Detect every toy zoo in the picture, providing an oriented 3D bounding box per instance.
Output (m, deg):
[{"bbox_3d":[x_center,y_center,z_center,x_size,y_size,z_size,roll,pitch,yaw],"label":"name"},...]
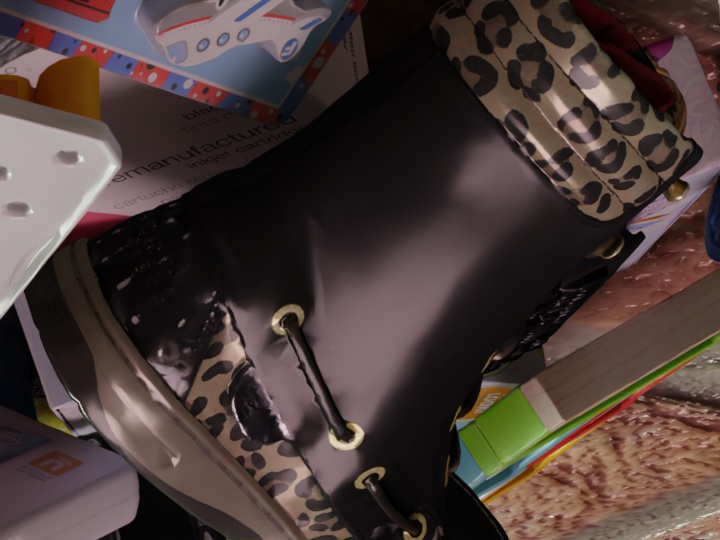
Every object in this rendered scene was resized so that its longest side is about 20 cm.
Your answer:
[{"bbox_3d":[0.055,0.064,0.981,0.131,0.020,0.200,-26,170,-40],"label":"toy zoo"}]

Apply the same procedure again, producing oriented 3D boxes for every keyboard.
[{"bbox_3d":[0.035,0.033,0.840,0.104,0.040,0.200,-22,172,-4],"label":"keyboard"}]

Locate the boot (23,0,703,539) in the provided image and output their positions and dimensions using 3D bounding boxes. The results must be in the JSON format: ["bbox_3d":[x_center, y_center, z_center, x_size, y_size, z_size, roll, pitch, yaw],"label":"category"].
[{"bbox_3d":[0.029,0.015,0.680,0.154,0.073,0.204,-37,140,10],"label":"boot"}]

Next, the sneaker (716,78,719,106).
[{"bbox_3d":[0.175,-0.012,0.906,0.076,0.077,0.200,-20,157,25],"label":"sneaker"}]

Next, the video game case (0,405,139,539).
[{"bbox_3d":[-0.195,0.060,0.737,0.200,0.023,0.182,19,-153,34],"label":"video game case"}]

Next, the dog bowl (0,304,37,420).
[{"bbox_3d":[-0.201,0.035,0.908,0.200,0.050,0.111,-5,165,26],"label":"dog bowl"}]

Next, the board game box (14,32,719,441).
[{"bbox_3d":[0.000,0.000,0.812,0.200,0.041,0.200,-20,173,-6],"label":"board game box"}]

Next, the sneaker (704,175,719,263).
[{"bbox_3d":[0.167,-0.029,0.684,0.078,0.070,0.200,26,157,-18],"label":"sneaker"}]

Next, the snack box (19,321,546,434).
[{"bbox_3d":[-0.051,0.044,1.007,0.200,0.053,0.142,4,155,-26],"label":"snack box"}]

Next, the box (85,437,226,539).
[{"bbox_3d":[-0.151,0.120,0.871,0.200,0.086,0.164,-13,173,6],"label":"box"}]

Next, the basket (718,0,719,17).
[{"bbox_3d":[0.135,-0.105,0.512,0.161,0.198,0.200,-12,157,8],"label":"basket"}]

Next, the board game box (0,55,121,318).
[{"bbox_3d":[-0.181,-0.008,0.572,0.200,0.026,0.200,15,144,-25],"label":"board game box"}]

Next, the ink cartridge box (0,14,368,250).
[{"bbox_3d":[-0.107,-0.078,0.653,0.145,0.084,0.200,-18,155,22],"label":"ink cartridge box"}]

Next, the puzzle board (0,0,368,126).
[{"bbox_3d":[-0.033,-0.109,0.550,0.151,0.017,0.200,-55,147,14],"label":"puzzle board"}]
